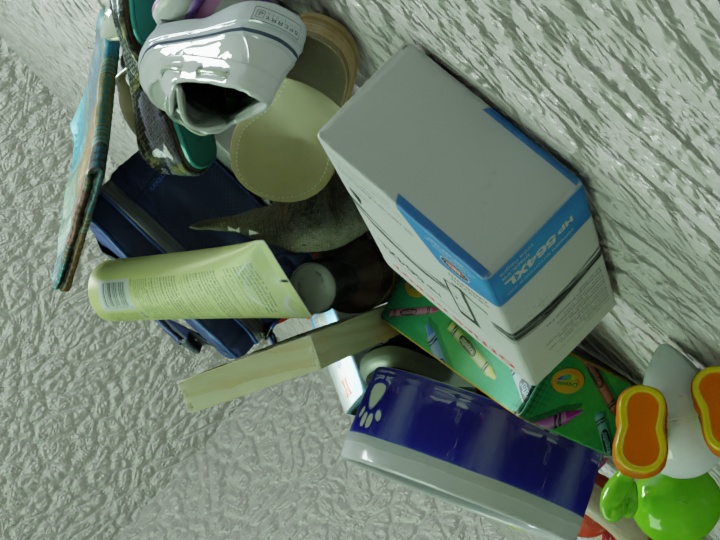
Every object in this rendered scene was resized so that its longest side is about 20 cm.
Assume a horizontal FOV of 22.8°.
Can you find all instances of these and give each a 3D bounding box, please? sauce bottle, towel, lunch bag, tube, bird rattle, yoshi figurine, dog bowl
[{"bbox_3d":[0.000,0.000,1.438,0.065,0.065,0.200,42,-159,14],"label":"sauce bottle"},{"bbox_3d":[-0.220,-0.101,1.437,0.022,0.147,0.201,11,-136,-13],"label":"towel"},{"bbox_3d":[-0.137,-0.011,1.527,0.200,0.132,0.136,43,175,8],"label":"lunch bag"},{"bbox_3d":[-0.128,0.012,1.390,0.199,0.052,0.058,-4,170,41],"label":"tube"},{"bbox_3d":[0.220,0.237,1.694,0.200,0.113,0.163,40,176,32],"label":"bird rattle"},{"bbox_3d":[0.209,0.128,1.155,0.112,0.112,0.200,35,174,15],"label":"yoshi figurine"},{"bbox_3d":[0.089,0.148,1.429,0.199,0.079,0.200,20,172,3],"label":"dog bowl"}]

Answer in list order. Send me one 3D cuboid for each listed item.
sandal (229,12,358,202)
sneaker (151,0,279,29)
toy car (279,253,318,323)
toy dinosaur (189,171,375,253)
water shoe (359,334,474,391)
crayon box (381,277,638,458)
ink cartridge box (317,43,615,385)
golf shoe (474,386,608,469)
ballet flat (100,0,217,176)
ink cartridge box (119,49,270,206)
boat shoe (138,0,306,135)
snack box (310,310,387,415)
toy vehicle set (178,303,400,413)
[{"bbox_3d":[-0.032,-0.125,1.246,0.077,0.070,0.212,29,150,1],"label":"sandal"},{"bbox_3d":[-0.095,-0.174,1.264,0.088,0.081,0.200,28,177,-4],"label":"sneaker"},{"bbox_3d":[-0.074,-0.028,1.681,0.200,0.150,0.175,49,172,-36],"label":"toy car"},{"bbox_3d":[-0.027,-0.053,1.348,0.103,0.199,0.077,62,147,26],"label":"toy dinosaur"},{"bbox_3d":[0.055,0.064,1.563,0.071,0.079,0.200,-6,170,25],"label":"water shoe"},{"bbox_3d":[0.118,0.066,1.364,0.119,0.058,0.200,25,-175,-36],"label":"crayon box"},{"bbox_3d":[0.070,-0.028,1.100,0.146,0.084,0.200,41,172,25],"label":"ink cartridge box"},{"bbox_3d":[0.158,0.113,1.580,0.200,0.075,0.092,49,-168,-41],"label":"golf shoe"},{"bbox_3d":[-0.166,-0.167,1.369,0.072,0.072,0.201,-154,51,-70],"label":"ballet flat"},{"bbox_3d":[-0.104,-0.135,1.484,0.200,0.084,0.144,45,174,-6],"label":"ink cartridge box"},{"bbox_3d":[-0.105,-0.124,1.170,0.073,0.067,0.200,26,163,-19],"label":"boat shoe"},{"bbox_3d":[0.054,0.097,1.663,0.199,0.037,0.116,16,-143,-37],"label":"snack box"},{"bbox_3d":[-0.043,0.064,1.422,0.200,0.124,0.027,-19,-91,-64],"label":"toy vehicle set"}]
